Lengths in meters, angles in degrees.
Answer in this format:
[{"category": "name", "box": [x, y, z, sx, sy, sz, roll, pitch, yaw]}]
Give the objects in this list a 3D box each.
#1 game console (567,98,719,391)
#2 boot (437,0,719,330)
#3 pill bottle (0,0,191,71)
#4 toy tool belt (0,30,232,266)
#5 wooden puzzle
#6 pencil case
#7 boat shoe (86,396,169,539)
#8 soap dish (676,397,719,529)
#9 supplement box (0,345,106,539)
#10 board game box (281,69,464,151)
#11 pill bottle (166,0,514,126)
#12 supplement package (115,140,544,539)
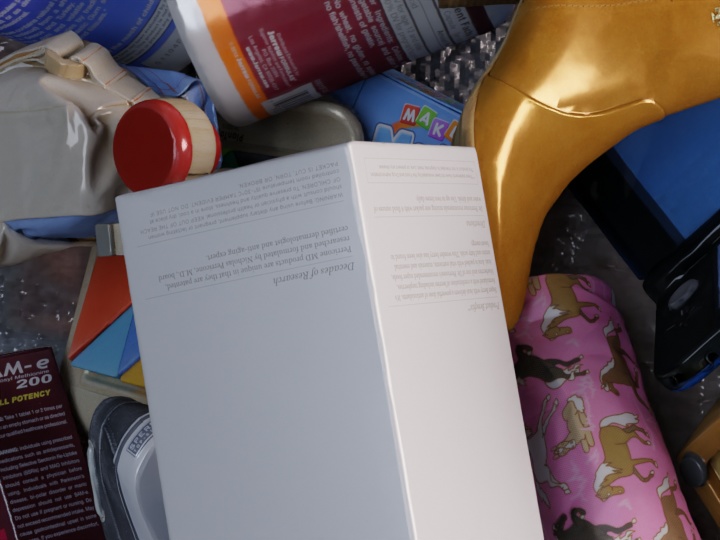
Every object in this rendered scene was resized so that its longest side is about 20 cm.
[{"category": "game console", "box": [0.179, -0.070, 1.025, 0.118, 0.171, 0.200, 43, 110, -7]}, {"category": "boot", "box": [0.112, -0.075, 1.006, 0.143, 0.071, 0.202, -4, 85, -2]}, {"category": "pill bottle", "box": [-0.170, -0.174, 1.138, 0.112, 0.199, 0.113, -14, 69, 41]}, {"category": "toy tool belt", "box": [-0.122, -0.058, 1.115, 0.199, 0.123, 0.126, -4, 92, 39]}, {"category": "wooden puzzle", "box": [-0.088, 0.003, 1.165, 0.184, 0.037, 0.201, 11, 90, 44]}, {"category": "pencil case", "box": [0.108, 0.098, 1.023, 0.086, 0.083, 0.201, -37, 58, 35]}, {"category": "boat shoe", "box": [-0.098, 0.153, 1.158, 0.068, 0.072, 0.201, 23, 139, 45]}, {"category": "soap dish", "box": [0.237, 0.113, 0.975, 0.201, 0.081, 0.157, 59, 146, 16]}, {"category": "supplement box", "box": [-0.188, 0.154, 1.217, 0.109, 0.061, 0.201, -30, 76, 51]}, {"category": "board game box", "box": [0.000, 0.000, 1.143, 0.151, 0.037, 0.201, 30, 104, 34]}, {"category": "pill bottle", "box": [0.008, -0.157, 1.088, 0.199, 0.114, 0.115, -21, 80, 7]}, {"category": "supplement package", "box": [-0.010, 0.056, 0.933, 0.119, 0.121, 0.201, -12, 85, 28]}]
